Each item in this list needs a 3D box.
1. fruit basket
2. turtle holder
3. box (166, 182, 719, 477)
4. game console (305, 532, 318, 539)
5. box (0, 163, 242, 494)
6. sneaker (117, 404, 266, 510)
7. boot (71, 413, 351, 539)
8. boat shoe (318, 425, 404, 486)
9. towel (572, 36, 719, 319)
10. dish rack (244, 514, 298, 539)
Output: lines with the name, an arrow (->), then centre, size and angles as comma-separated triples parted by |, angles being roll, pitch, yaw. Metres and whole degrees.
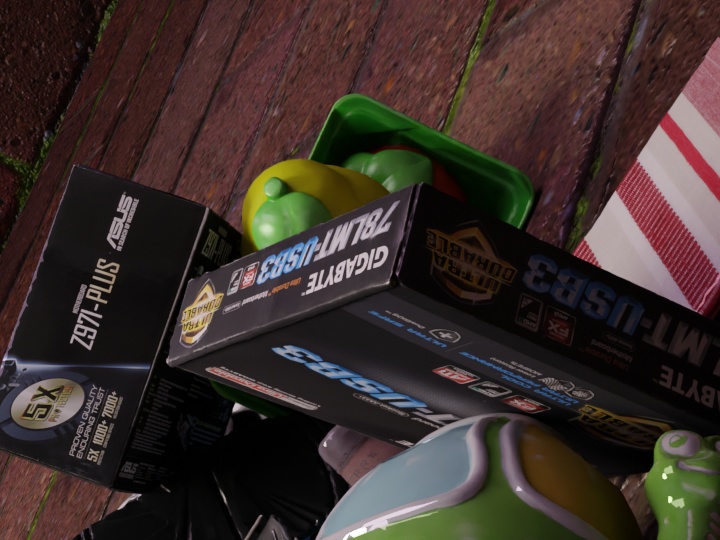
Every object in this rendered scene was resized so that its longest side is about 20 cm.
fruit basket -> 0.000, 0.000, 1.110 | 0.216, 0.155, 0.216 | -154, 90, -87
turtle holder -> 0.056, 0.119, 0.761 | 0.186, 0.141, 0.132 | 122, 166, -45
box -> 0.047, 0.039, 0.819 | 0.198, 0.200, 0.050 | -21, 51, 56
game console -> -0.058, 0.202, 1.181 | 0.177, 0.031, 0.200 | -65, 17, -12
box -> -0.129, 0.044, 1.116 | 0.200, 0.086, 0.164 | 43, -115, -77
sneaker -> -0.120, 0.165, 1.333 | 0.200, 0.075, 0.115 | -65, 15, -21
boot -> -0.089, 0.170, 1.117 | 0.198, 0.073, 0.162 | -27, -23, -14
boat shoe -> 0.038, 0.049, 1.029 | 0.072, 0.065, 0.200 | -49, 6, 46
towel -> 0.150, -0.007, 0.930 | 0.200, 0.023, 0.144 | -58, 20, 18
dish rack -> -0.068, 0.233, 1.004 | 0.200, 0.055, 0.153 | -60, 43, 40
